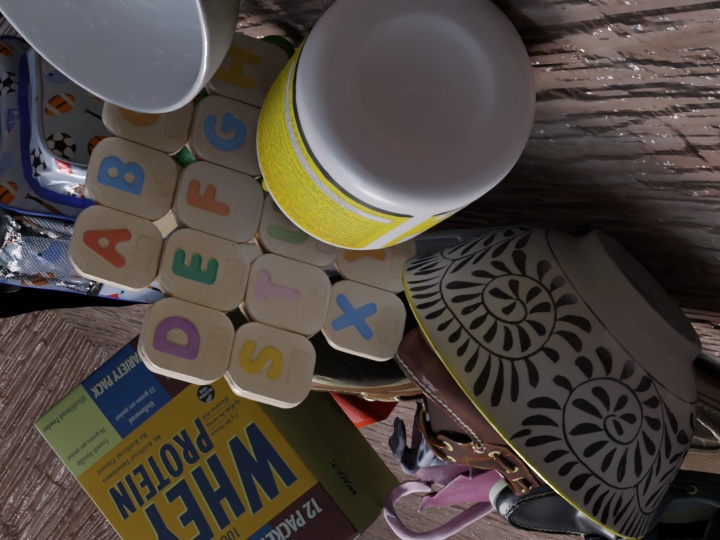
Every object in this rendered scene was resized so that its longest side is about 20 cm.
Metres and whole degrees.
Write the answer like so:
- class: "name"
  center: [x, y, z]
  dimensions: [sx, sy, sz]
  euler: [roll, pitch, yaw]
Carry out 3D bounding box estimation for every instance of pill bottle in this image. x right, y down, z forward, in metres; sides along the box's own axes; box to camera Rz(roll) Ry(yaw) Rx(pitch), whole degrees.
- class: "pill bottle"
  center: [0.008, -0.071, 0.953]
  dimensions: [0.112, 0.113, 0.200]
  euler: [36, 167, -6]

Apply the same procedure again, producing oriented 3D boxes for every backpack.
- class: "backpack"
  center: [-0.166, -0.070, 1.281]
  dimensions: [0.190, 0.200, 0.154]
  euler: [16, 140, -30]

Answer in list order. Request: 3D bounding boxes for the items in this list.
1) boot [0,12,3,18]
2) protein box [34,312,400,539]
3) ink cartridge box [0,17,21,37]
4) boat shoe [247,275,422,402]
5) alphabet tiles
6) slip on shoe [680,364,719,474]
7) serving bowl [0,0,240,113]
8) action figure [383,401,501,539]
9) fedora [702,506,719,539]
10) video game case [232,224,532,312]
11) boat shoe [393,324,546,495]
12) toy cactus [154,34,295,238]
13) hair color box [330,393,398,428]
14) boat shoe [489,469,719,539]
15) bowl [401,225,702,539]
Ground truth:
- class: "boot"
  center: [-0.291, -0.160, 1.271]
  dimensions: [0.069, 0.174, 0.200]
  euler: [33, 168, 7]
- class: "protein box"
  center: [-0.093, 0.133, 1.352]
  dimensions: [0.199, 0.135, 0.200]
  euler: [52, -171, 4]
- class: "ink cartridge box"
  center: [-0.337, -0.216, 1.489]
  dimensions: [0.200, 0.057, 0.163]
  euler: [13, 155, 50]
- class: "boat shoe"
  center: [0.020, 0.051, 1.150]
  dimensions: [0.074, 0.199, 0.076]
  euler: [-55, 46, 45]
- class: "alphabet tiles"
  center: [-0.056, -0.030, 1.049]
  dimensions: [0.195, 0.201, 0.015]
  euler: [18, 161, -19]
- class: "slip on shoe"
  center: [0.212, 0.099, 1.179]
  dimensions: [0.200, 0.061, 0.076]
  euler: [34, 168, 5]
- class: "serving bowl"
  center: [-0.131, -0.180, 0.969]
  dimensions: [0.200, 0.066, 0.200]
  euler: [32, 148, 23]
- class: "action figure"
  center: [0.129, 0.130, 1.286]
  dimensions: [0.199, 0.149, 0.134]
  euler: [3, -151, -17]
- class: "fedora"
  center: [0.239, 0.192, 1.082]
  dimensions: [0.201, 0.092, 0.201]
  euler: [53, 178, 3]
- class: "video game case"
  center: [0.000, 0.000, 1.210]
  dimensions: [0.182, 0.023, 0.200]
  euler: [-4, 173, -11]
- class: "boat shoe"
  center: [0.071, 0.087, 1.103]
  dimensions: [0.200, 0.070, 0.070]
  euler: [36, -162, -52]
- class: "toy cactus"
  center: [-0.097, -0.078, 1.127]
  dimensions: [0.200, 0.165, 0.102]
  euler: [41, -166, 1]
- class: "hair color box"
  center: [0.008, 0.068, 1.515]
  dimensions: [0.061, 0.102, 0.200]
  euler: [37, 167, -3]
- class: "boat shoe"
  center: [0.183, 0.156, 1.212]
  dimensions: [0.199, 0.066, 0.075]
  euler: [2, 143, -16]
- class: "bowl"
  center: [0.124, 0.039, 1.044]
  dimensions: [0.201, 0.094, 0.201]
  euler: [44, -166, -14]
